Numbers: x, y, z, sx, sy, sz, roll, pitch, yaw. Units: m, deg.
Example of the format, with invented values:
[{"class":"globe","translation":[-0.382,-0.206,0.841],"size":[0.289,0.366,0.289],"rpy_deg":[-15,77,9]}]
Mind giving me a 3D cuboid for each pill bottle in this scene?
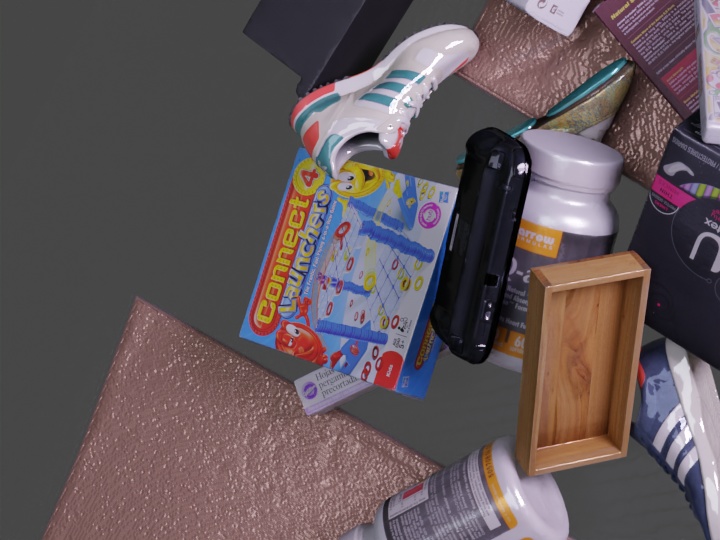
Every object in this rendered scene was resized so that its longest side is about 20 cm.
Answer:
[{"class":"pill bottle","translation":[0.167,-0.017,1.567],"size":[0.116,0.116,0.201],"rpy_deg":[20,110,23]},{"class":"pill bottle","translation":[0.084,0.245,1.624],"size":[0.199,0.116,0.117],"rpy_deg":[-30,77,20]}]

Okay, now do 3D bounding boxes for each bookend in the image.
[{"class":"bookend","translation":[-0.054,-0.297,1.714],"size":[0.198,0.092,0.200],"rpy_deg":[38,105,22]}]

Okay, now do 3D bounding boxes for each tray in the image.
[{"class":"tray","translation":[0.191,0.083,1.521],"size":[0.037,0.098,0.201],"rpy_deg":[-123,29,-52]}]

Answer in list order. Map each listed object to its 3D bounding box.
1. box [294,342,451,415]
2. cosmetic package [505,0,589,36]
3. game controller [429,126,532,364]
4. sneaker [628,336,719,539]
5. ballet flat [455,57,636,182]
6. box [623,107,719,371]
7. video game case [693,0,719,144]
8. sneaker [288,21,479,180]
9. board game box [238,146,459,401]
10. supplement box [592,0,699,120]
[{"class":"box","translation":[0.030,0.085,1.694],"size":[0.199,0.041,0.039],"rpy_deg":[-27,77,22]},{"class":"cosmetic package","translation":[0.193,-0.330,1.598],"size":[0.102,0.074,0.201],"rpy_deg":[42,106,47]},{"class":"game controller","translation":[0.104,-0.022,1.520],"size":[0.042,0.104,0.201],"rpy_deg":[8,106,-15]},{"class":"sneaker","translation":[0.286,0.160,1.566],"size":[0.084,0.075,0.201],"rpy_deg":[-19,75,29]},{"class":"ballet flat","translation":[0.183,-0.124,1.624],"size":[0.200,0.071,0.071],"rpy_deg":[-31,77,20]},{"class":"box","translation":[0.311,-0.036,1.489],"size":[0.122,0.106,0.201],"rpy_deg":[33,135,22]},{"class":"video game case","translation":[0.381,-0.163,1.453],"size":[0.199,0.023,0.183],"rpy_deg":[7,47,0]},{"class":"sneaker","translation":[0.035,-0.155,1.656],"size":[0.199,0.070,0.094],"rpy_deg":[-27,64,0]},{"class":"board game box","translation":[0.000,0.000,1.668],"size":[0.195,0.056,0.201],"rpy_deg":[16,88,35]},{"class":"supplement box","translation":[0.315,-0.192,1.563],"size":[0.109,0.061,0.200],"rpy_deg":[-41,75,18]}]
